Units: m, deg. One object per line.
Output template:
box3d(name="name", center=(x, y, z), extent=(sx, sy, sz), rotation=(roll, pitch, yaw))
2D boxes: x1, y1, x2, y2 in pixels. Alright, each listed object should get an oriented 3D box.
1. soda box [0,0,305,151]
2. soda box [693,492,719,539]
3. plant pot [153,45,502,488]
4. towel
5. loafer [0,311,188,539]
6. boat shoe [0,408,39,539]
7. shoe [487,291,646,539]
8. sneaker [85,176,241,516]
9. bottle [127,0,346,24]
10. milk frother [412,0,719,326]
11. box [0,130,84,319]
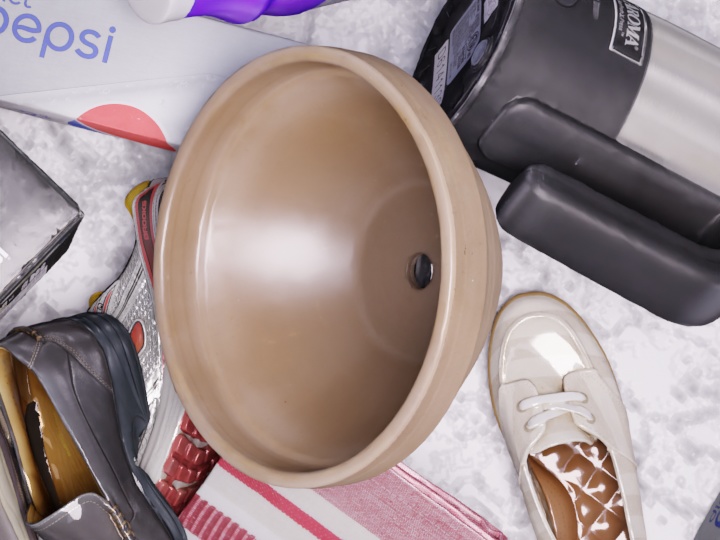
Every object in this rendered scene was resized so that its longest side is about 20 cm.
box3d(name="soda box", center=(-0.112, -0.100, 1.071), extent=(0.199, 0.063, 0.068), rotation=(15, 89, -5))
box3d(name="soda box", center=(0.257, 0.078, 1.114), extent=(0.063, 0.068, 0.200), rotation=(29, 88, -5))
box3d(name="plant pot", center=(0.000, 0.000, 0.971), extent=(0.093, 0.201, 0.202), rotation=(4, 90, -44))
box3d(name="towel", center=(-0.035, 0.165, 1.064), extent=(0.144, 0.023, 0.200), rotation=(36, 115, 1))
box3d(name="loafer", center=(-0.136, 0.121, 1.021), extent=(0.073, 0.072, 0.201), rotation=(-26, 77, 35))
box3d(name="boat shoe", center=(-0.189, 0.131, 1.054), extent=(0.074, 0.073, 0.201), rotation=(-1, 121, 6))
box3d(name="shoe", center=(0.117, 0.108, 1.107), extent=(0.070, 0.053, 0.201), rotation=(-16, 92, -5))
box3d(name="sneaker", center=(-0.102, 0.047, 1.086), extent=(0.082, 0.078, 0.201), rotation=(15, 94, 22))
box3d(name="bottle", center=(-0.025, -0.164, 1.040), extent=(0.200, 0.083, 0.065), rotation=(-18, 86, -34))
box3d(name="milk frother", center=(0.104, -0.036, 1.077), extent=(0.188, 0.200, 0.181), rotation=(25, 57, -16))
box3d(name="box", center=(-0.222, -0.045, 0.997), extent=(0.164, 0.200, 0.086), rotation=(44, 80, -4))
